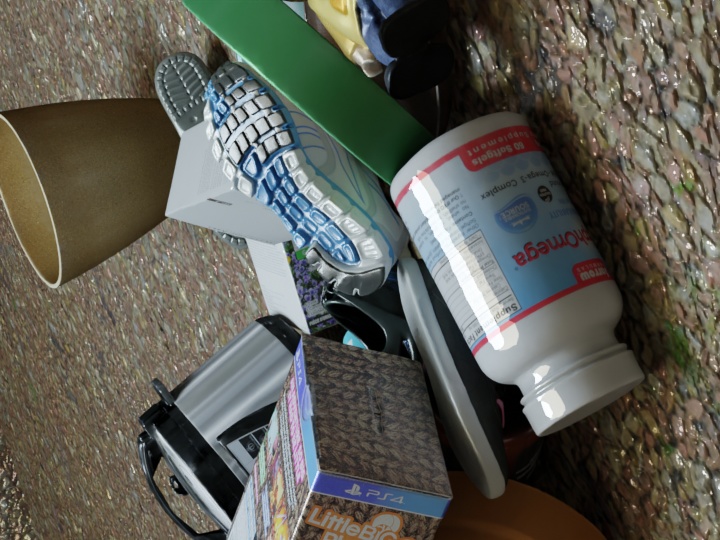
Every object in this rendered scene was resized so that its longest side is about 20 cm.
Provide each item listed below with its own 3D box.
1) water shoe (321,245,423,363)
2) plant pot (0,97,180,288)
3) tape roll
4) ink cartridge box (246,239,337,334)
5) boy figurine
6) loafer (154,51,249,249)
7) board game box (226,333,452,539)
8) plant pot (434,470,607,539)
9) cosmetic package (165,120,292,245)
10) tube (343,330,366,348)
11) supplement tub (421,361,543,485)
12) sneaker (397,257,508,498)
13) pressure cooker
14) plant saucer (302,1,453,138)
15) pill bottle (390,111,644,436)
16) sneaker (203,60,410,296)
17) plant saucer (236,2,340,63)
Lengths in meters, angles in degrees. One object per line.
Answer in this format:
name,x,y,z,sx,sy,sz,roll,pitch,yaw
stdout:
water shoe,0.000,0.000,1.349,0.202,0.078,0.072,63,155,13
plant pot,-0.262,-0.105,1.677,0.186,0.198,0.188,46,149,39
tape roll,-0.036,-0.141,1.134,0.200,0.048,0.200,41,-175,-4
ink cartridge box,-0.074,-0.049,1.496,0.109,0.050,0.202,18,126,65
boy figurine,-0.011,-0.204,1.147,0.200,0.064,0.125,43,152,41
loafer,-0.137,-0.120,1.577,0.070,0.074,0.202,-55,-55,-80
board game box,-0.022,0.179,1.154,0.160,0.096,0.202,-101,28,-58
plant pot,0.086,0.268,1.198,0.198,0.141,0.201,13,140,11
cosmetic package,-0.079,-0.079,1.321,0.200,0.112,0.082,164,119,-69
tube,0.017,0.133,1.355,0.078,0.050,0.201,62,-164,-44
supplement tub,0.084,0.149,1.260,0.107,0.106,0.201,52,151,32
sneaker,0.098,0.064,1.148,0.071,0.098,0.202,89,167,-53
pressure cooker,-0.106,0.166,1.524,0.176,0.199,0.179,45,168,29
plant saucer,0.017,-0.171,1.231,0.200,0.032,0.202,46,147,42
pill bottle,0.109,0.004,1.083,0.202,0.108,0.109,62,156,13
sneaker,-0.037,-0.076,1.202,0.075,0.087,0.201,-37,92,37
plant saucer,-0.064,-0.175,1.408,0.200,0.027,0.202,46,148,40
